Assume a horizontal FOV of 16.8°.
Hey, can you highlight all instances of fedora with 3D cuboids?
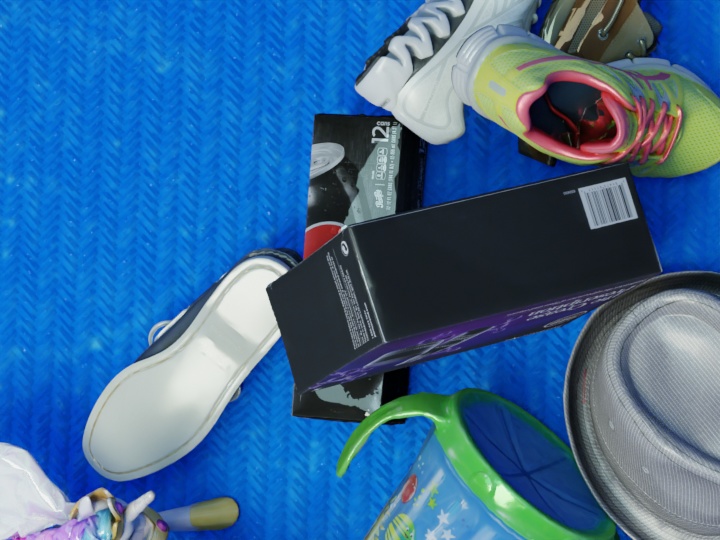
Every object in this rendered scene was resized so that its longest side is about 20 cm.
[{"bbox_3d":[0.217,0.087,1.512,0.176,0.090,0.201,-31,75,-1],"label":"fedora"}]

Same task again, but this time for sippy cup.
[{"bbox_3d":[0.071,0.167,1.551,0.130,0.139,0.178,-49,66,19],"label":"sippy cup"}]

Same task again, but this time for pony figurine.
[{"bbox_3d":[-0.188,0.184,1.579,0.192,0.200,0.167,-19,73,14],"label":"pony figurine"}]

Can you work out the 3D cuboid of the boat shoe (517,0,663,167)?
[{"bbox_3d":[0.158,-0.161,1.572,0.074,0.076,0.201,20,99,5],"label":"boat shoe"}]

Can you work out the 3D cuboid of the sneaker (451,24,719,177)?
[{"bbox_3d":[0.156,-0.091,1.518,0.199,0.090,0.078,9,110,-26],"label":"sneaker"}]

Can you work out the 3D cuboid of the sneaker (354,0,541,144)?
[{"bbox_3d":[0.084,-0.166,1.584,0.081,0.075,0.200,42,75,-4],"label":"sneaker"}]

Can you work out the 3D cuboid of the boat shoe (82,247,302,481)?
[{"bbox_3d":[-0.110,0.060,1.639,0.075,0.062,0.200,38,106,0],"label":"boat shoe"}]

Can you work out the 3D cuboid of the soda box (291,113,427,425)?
[{"bbox_3d":[0.000,0.000,1.607,0.063,0.071,0.201,3,86,17],"label":"soda box"}]

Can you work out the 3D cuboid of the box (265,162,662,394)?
[{"bbox_3d":[0.062,0.006,1.505,0.199,0.141,0.079,-13,83,-26],"label":"box"}]
